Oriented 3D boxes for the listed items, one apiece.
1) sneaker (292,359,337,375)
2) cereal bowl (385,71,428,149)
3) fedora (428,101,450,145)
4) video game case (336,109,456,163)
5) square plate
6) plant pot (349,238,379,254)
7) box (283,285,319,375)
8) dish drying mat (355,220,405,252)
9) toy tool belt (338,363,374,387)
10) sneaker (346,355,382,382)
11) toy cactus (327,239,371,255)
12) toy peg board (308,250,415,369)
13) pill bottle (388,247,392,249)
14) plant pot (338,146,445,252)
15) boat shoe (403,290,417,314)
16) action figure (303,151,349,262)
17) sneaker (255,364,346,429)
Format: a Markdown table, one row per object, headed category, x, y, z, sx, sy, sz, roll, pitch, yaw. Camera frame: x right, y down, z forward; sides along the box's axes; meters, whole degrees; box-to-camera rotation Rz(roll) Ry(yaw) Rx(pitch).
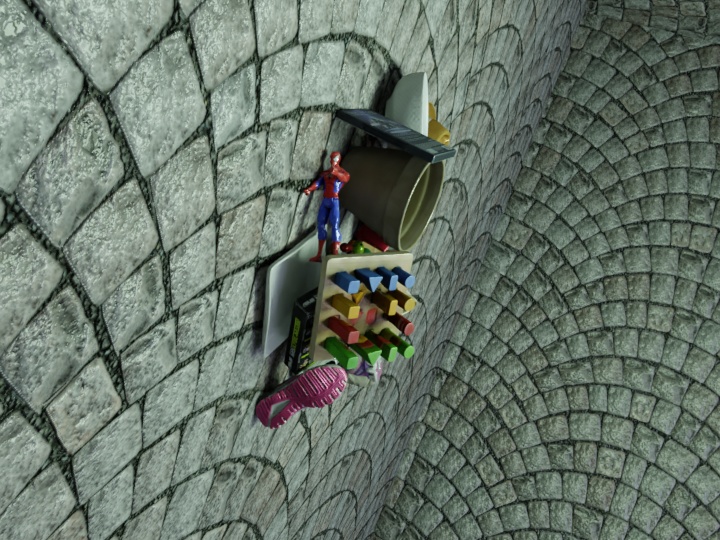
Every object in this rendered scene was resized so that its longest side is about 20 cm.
| category | x | y | z | sx | sy | sz | roll | pitch | yaw |
| --- | --- | --- | --- | --- | --- | --- | --- | --- | --- |
| sneaker | -0.073 | 0.170 | 1.447 | 0.201 | 0.080 | 0.076 | -60 | 158 | -30 |
| cereal bowl | 0.097 | -0.308 | 1.356 | 0.200 | 0.082 | 0.203 | 0 | 90 | -81 |
| fedora | 0.168 | -0.312 | 1.598 | 0.201 | 0.081 | 0.202 | -56 | 158 | -35 |
| video game case | 0.069 | -0.251 | 1.198 | 0.143 | 0.198 | 0.019 | -29 | 144 | -62 |
| square plate | -0.129 | 0.033 | 1.219 | 0.200 | 0.028 | 0.200 | -44 | 150 | -52 |
| plant pot | 0.007 | -0.023 | 1.548 | 0.201 | 0.027 | 0.202 | -55 | 156 | -38 |
| box | -0.056 | 0.092 | 1.288 | 0.199 | 0.047 | 0.194 | -31 | 152 | -35 |
| dish drying mat | 0.073 | -0.126 | 1.371 | 0.201 | 0.076 | 0.018 | -52 | 160 | -28 |
| toy tool belt | 0.011 | 0.196 | 1.698 | 0.123 | 0.123 | 0.202 | -133 | -116 | -76 |
| sneaker | -0.003 | 0.155 | 1.463 | 0.081 | 0.087 | 0.203 | -49 | 137 | -68 |
| toy cactus | 0.000 | 0.000 | 1.383 | 0.163 | 0.103 | 0.201 | -14 | 141 | -25 |
| toy peg board | 0.024 | 0.079 | 1.188 | 0.198 | 0.098 | 0.202 | -5 | 114 | -36 |
| pill bottle | 0.088 | -0.132 | 1.486 | 0.201 | 0.111 | 0.113 | -59 | 162 | -53 |
| plant pot | 0.048 | -0.159 | 1.273 | 0.201 | 0.172 | 0.201 | -55 | 160 | -31 |
| boat shoe | 0.041 | 0.084 | 1.310 | 0.199 | 0.065 | 0.073 | -25 | 146 | -46 |
| action figure | -0.065 | -0.116 | 1.155 | 0.099 | 0.064 | 0.203 | 9 | 87 | -67 |
| sneaker | -0.117 | 0.242 | 1.320 | 0.082 | 0.198 | 0.088 | 64 | 10 | -7 |
